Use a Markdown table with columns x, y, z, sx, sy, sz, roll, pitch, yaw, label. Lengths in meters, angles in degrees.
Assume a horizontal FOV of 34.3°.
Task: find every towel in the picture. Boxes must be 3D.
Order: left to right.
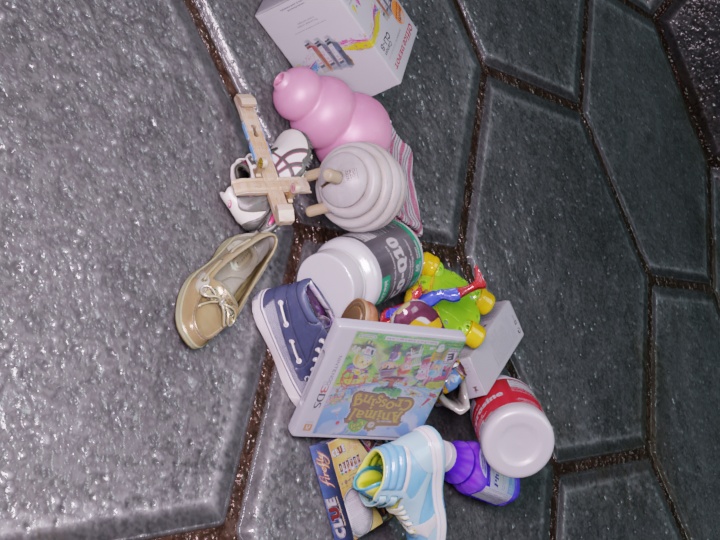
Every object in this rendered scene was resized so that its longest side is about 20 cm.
| x | y | z | sx | sy | sz | roll | pitch | yaw | label |
| --- | --- | --- | --- | --- | --- | --- | --- | --- | --- |
| 0.065 | -0.143 | 1.848 | 0.200 | 0.029 | 0.149 | 32 | 51 | -70 | towel |

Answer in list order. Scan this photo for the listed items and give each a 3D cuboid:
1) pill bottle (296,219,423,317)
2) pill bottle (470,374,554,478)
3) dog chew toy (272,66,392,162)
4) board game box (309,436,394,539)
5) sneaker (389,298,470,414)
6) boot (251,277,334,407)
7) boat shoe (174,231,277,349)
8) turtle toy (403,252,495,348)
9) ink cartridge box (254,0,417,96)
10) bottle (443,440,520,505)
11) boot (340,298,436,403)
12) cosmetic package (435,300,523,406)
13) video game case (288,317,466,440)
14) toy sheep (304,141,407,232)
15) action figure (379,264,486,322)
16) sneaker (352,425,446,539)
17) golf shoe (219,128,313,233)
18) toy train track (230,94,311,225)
| x | y | z | sx | sy | sz | roll | pitch | yaw | label |
| --- | --- | --- | --- | --- | --- | --- | --- | --- | --- |
| 0.000 | 0.000 | 1.664 | 0.199 | 0.112 | 0.115 | -26 | 97 | -56 | pill bottle |
| 0.230 | 0.234 | 1.815 | 0.200 | 0.111 | 0.114 | -101 | 166 | -77 | pill bottle |
| -0.046 | -0.224 | 1.695 | 0.199 | 0.124 | 0.126 | 34 | 49 | -34 | dog chew toy |
| 0.014 | 0.282 | 1.630 | 0.199 | 0.034 | 0.138 | -14 | 88 | -57 | board game box |
| 0.110 | 0.124 | 1.675 | 0.090 | 0.075 | 0.201 | 48 | -8 | 47 | sneaker |
| -0.063 | 0.108 | 1.541 | 0.202 | 0.089 | 0.073 | 62 | 34 | -19 | boot |
| -0.165 | 0.018 | 1.455 | 0.074 | 0.062 | 0.201 | 59 | 36 | -20 | boat shoe |
| 0.118 | 0.078 | 1.812 | 0.145 | 0.101 | 0.201 | 33 | 45 | -10 | turtle toy |
| -0.031 | -0.371 | 1.753 | 0.201 | 0.143 | 0.147 | 51 | 39 | -31 | ink cartridge box |
| 0.178 | 0.312 | 1.831 | 0.199 | 0.065 | 0.085 | 30 | 46 | -46 | bottle |
| 0.045 | 0.114 | 1.581 | 0.152 | 0.202 | 0.074 | -3 | 42 | -16 | boot |
| 0.182 | 0.132 | 1.889 | 0.075 | 0.101 | 0.200 | 63 | 33 | -13 | cosmetic package |
| 0.023 | 0.148 | 1.536 | 0.197 | 0.184 | 0.022 | 7 | 32 | -30 | video game case |
| -0.005 | -0.116 | 1.623 | 0.199 | 0.136 | 0.140 | -2 | 77 | -65 | toy sheep |
| 0.087 | 0.048 | 1.716 | 0.052 | 0.198 | 0.065 | 62 | 2 | 2 | action figure |
| 0.048 | 0.317 | 1.580 | 0.129 | 0.079 | 0.204 | -10 | 105 | -31 | sneaker |
| -0.124 | -0.137 | 1.579 | 0.088 | 0.077 | 0.202 | 43 | 42 | -24 | golf shoe |
| -0.124 | -0.154 | 1.533 | 0.113 | 0.033 | 0.202 | -4 | 62 | -33 | toy train track |
